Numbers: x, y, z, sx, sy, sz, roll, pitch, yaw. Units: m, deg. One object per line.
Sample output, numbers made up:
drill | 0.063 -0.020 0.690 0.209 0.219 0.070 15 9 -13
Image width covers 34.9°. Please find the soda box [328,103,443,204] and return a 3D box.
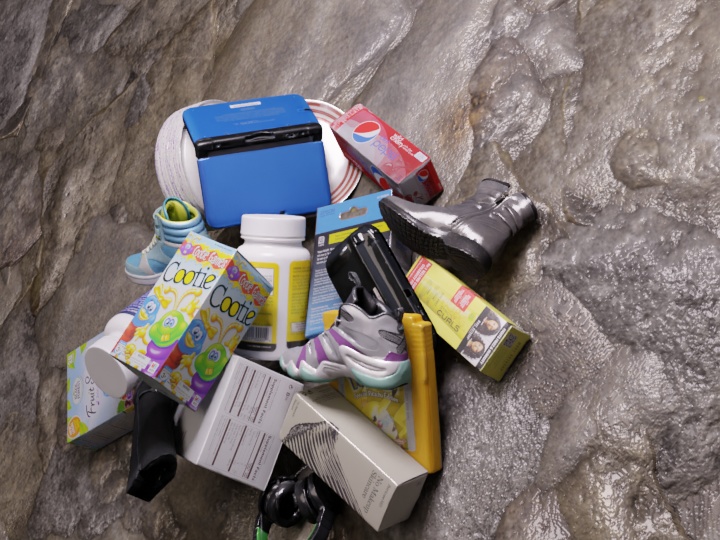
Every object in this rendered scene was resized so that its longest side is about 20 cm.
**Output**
soda box | 0.036 -0.167 1.681 0.063 0.070 0.200 -37 46 -8

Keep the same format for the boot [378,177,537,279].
boot | 0.131 -0.076 1.541 0.199 0.070 0.132 31 65 30

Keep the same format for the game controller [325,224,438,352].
game controller | 0.026 0.042 1.529 0.104 0.042 0.202 -41 71 39

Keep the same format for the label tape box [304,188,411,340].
label tape box | 0.000 0.000 1.642 0.142 0.063 0.203 -11 63 35

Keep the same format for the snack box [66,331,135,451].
snack box | -0.404 0.183 1.907 0.199 0.067 0.171 -31 52 29

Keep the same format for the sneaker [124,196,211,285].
sneaker | -0.306 -0.050 1.784 0.197 0.132 0.080 -4 26 34

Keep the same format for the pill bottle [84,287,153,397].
pill bottle | -0.327 0.105 1.773 0.118 0.121 0.200 -4 25 40

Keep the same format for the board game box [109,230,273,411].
board game box | -0.227 0.067 1.549 0.104 0.103 0.202 19 71 39

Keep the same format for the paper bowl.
paper bowl | -0.223 -0.171 1.828 0.103 0.200 0.204 -11 62 36

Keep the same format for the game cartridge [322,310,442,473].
game cartridge | 0.025 0.156 1.503 0.174 0.032 0.204 0 99 42

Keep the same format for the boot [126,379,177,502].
boot | -0.278 0.198 1.606 0.201 0.065 0.166 -98 31 -57

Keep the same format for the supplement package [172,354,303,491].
supplement package | -0.188 0.207 1.630 0.199 0.110 0.158 0 68 65

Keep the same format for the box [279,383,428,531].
box | -0.012 0.240 1.486 0.199 0.068 0.083 37 119 32

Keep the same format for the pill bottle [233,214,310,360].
pill bottle | -0.129 0.022 1.666 0.113 0.113 0.204 7 97 43

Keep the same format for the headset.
headset | -0.090 0.302 1.551 0.122 0.094 0.202 -14 45 36

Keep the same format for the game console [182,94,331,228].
game console | -0.159 -0.171 1.744 0.171 0.197 0.120 -120 26 -49

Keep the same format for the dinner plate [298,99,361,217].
dinner plate | -0.090 -0.172 1.785 0.196 0.024 0.204 -2 71 6

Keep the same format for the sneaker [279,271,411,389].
sneaker | -0.021 0.072 1.471 0.197 0.077 0.143 1 96 32

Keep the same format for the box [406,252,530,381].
box | 0.131 0.058 1.508 0.076 0.050 0.200 -54 44 7
